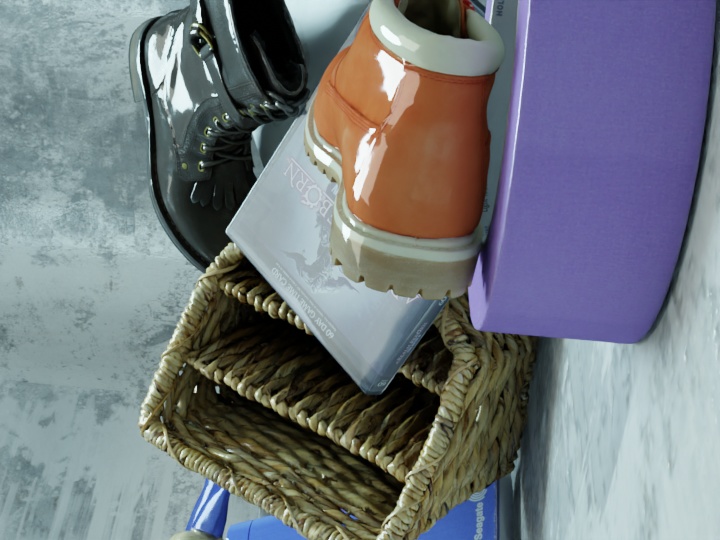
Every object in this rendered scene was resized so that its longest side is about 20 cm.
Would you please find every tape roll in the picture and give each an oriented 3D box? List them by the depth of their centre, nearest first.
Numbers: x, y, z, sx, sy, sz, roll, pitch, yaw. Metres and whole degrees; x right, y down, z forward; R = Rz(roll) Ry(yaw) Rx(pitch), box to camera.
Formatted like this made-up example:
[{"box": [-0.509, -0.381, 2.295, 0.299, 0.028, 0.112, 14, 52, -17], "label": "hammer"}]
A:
[{"box": [0.085, -0.074, 0.593, 0.200, 0.065, 0.202, 4, -90, -90], "label": "tape roll"}]

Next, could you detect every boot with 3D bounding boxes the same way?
[{"box": [0.022, -0.077, 0.623, 0.200, 0.074, 0.108, -106, 22, -66], "label": "boot"}, {"box": [-0.079, -0.092, 0.927, 0.174, 0.069, 0.202, -9, 101, 62], "label": "boot"}]

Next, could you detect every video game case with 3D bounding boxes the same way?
[{"box": [0.018, -0.054, 0.824, 0.019, 0.143, 0.201, 6, -55, -54], "label": "video game case"}]

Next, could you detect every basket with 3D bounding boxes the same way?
[{"box": [-0.014, 0.053, 0.886, 0.149, 0.199, 0.144, -24, -50, -47], "label": "basket"}]

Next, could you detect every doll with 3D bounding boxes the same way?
[{"box": [-0.079, 0.107, 1.077, 0.136, 0.048, 0.201, 142, 151, -74], "label": "doll"}]

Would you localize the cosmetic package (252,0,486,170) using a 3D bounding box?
[{"box": [0.007, -0.165, 0.983, 0.200, 0.122, 0.201, -58, 43, 45], "label": "cosmetic package"}]

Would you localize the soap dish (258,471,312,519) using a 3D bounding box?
[{"box": [0.017, 0.130, 1.079, 0.200, 0.081, 0.158, -34, -37, -40], "label": "soap dish"}]

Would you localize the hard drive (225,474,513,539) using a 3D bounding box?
[{"box": [-0.001, 0.198, 0.936, 0.025, 0.199, 0.133, 52, -150, -40], "label": "hard drive"}]
